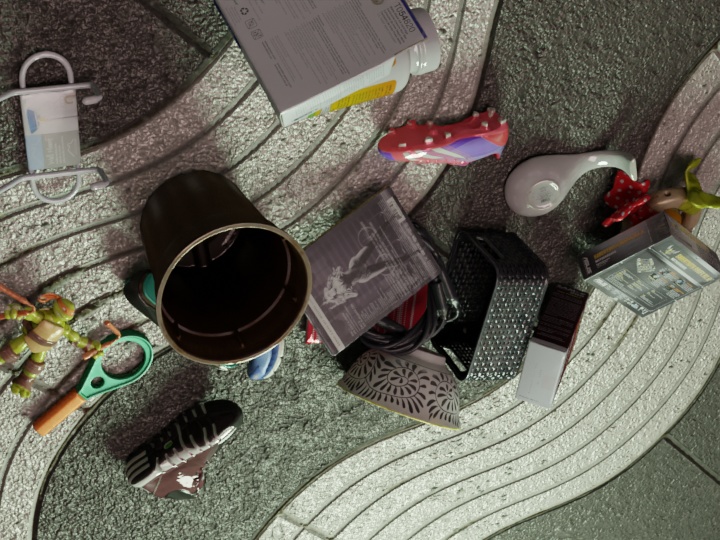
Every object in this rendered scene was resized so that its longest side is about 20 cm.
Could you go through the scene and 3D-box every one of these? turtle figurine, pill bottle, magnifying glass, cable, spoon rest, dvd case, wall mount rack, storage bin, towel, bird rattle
[{"bbox_3d":[-0.428,0.084,1.559,0.161,0.065,0.199,-45,137,16],"label":"turtle figurine"},{"bbox_3d":[-0.005,-0.269,1.510,0.198,0.111,0.112,-18,126,-15],"label":"pill bottle"},{"bbox_3d":[-0.373,0.159,1.661,0.200,0.022,0.080,-39,129,2],"label":"magnifying glass"},{"bbox_3d":[0.048,0.018,1.726,0.162,0.051,0.201,-26,107,-7],"label":"cable"},{"bbox_3d":[0.311,-0.138,1.794,0.198,0.061,0.100,-14,125,-1],"label":"spoon rest"},{"bbox_3d":[0.000,0.000,1.663,0.199,0.016,0.149,-37,107,-14],"label":"dvd case"},{"bbox_3d":[-0.391,-0.152,1.419,0.172,0.075,0.202,-10,123,-20],"label":"wall mount rack"},{"bbox_3d":[0.190,0.053,1.795,0.093,0.135,0.202,1,119,-26],"label":"storage bin"},{"bbox_3d":[0.013,0.035,1.771,0.198,0.023,0.146,-8,123,-21],"label":"towel"},{"bbox_3d":[0.472,-0.086,1.875,0.198,0.113,0.164,-20,143,-10],"label":"bird rattle"}]

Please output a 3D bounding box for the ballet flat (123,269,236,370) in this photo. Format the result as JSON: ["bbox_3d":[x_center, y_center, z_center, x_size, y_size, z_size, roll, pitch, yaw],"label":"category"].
[{"bbox_3d":[-0.248,0.068,1.639,0.200,0.068,0.068,48,50,-29],"label":"ballet flat"}]

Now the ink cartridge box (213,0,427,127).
[{"bbox_3d":[-0.050,-0.297,1.424,0.199,0.201,0.041,-27,160,-6],"label":"ink cartridge box"}]

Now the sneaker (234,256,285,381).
[{"bbox_3d":[-0.153,0.062,1.682,0.088,0.079,0.202,-3,113,-16],"label":"sneaker"}]

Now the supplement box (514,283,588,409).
[{"bbox_3d":[0.300,0.115,1.859,0.060,0.200,0.110,17,120,12],"label":"supplement box"}]

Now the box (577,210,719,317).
[{"bbox_3d":[0.461,-0.006,1.890,0.158,0.049,0.199,-31,143,29],"label":"box"}]

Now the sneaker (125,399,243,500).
[{"bbox_3d":[-0.241,0.274,1.775,0.199,0.076,0.116,-30,134,8],"label":"sneaker"}]

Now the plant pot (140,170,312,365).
[{"bbox_3d":[-0.187,-0.019,1.525,0.198,0.199,0.202,-13,126,-18],"label":"plant pot"}]

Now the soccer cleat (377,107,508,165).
[{"bbox_3d":[0.117,-0.172,1.666,0.198,0.067,0.077,-15,130,-20],"label":"soccer cleat"}]

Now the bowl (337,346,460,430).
[{"bbox_3d":[0.072,0.160,1.790,0.199,0.200,0.095,18,92,-33],"label":"bowl"}]
